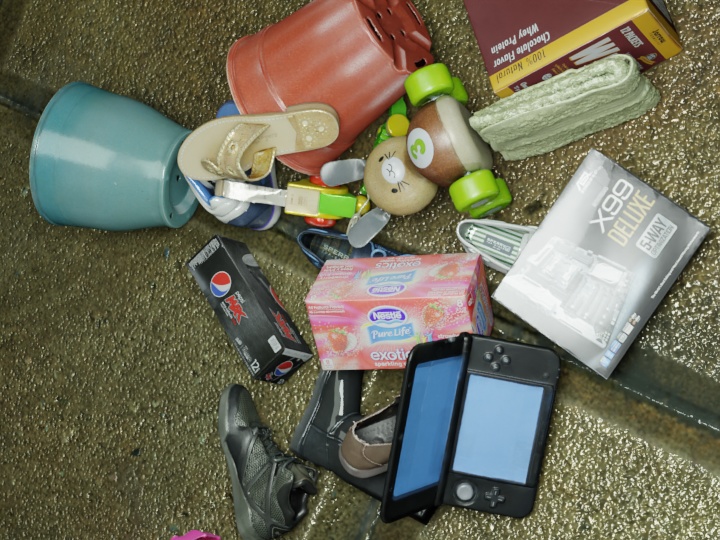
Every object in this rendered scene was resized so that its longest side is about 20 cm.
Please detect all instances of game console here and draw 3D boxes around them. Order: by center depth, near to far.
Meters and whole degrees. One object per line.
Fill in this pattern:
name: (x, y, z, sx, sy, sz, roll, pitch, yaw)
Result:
game console: (0.122, 0.180, 1.420, 0.174, 0.116, 0.203, 10, 102, 2)

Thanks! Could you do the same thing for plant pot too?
plant pot: (-0.027, -0.252, 1.594, 0.194, 0.200, 0.203, -31, 65, 32)
plant pot: (-0.318, -0.143, 1.780, 0.186, 0.200, 0.203, 12, 86, 17)

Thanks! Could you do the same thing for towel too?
towel: (0.233, -0.180, 1.475, 0.198, 0.148, 0.037, -20, 72, 22)

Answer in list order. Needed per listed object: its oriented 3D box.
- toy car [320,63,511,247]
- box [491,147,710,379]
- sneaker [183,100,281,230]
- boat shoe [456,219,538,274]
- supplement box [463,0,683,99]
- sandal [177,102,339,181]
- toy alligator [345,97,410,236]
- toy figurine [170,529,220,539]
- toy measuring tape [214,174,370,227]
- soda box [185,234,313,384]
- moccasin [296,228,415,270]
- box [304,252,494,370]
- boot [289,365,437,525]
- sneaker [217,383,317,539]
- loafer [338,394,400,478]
toy car: (0.052, -0.118, 1.535, 0.198, 0.158, 0.166, -25, 80, 14)
box: (0.263, -0.008, 1.436, 0.157, 0.050, 0.201, 36, 95, 7)
sneaker: (-0.179, -0.153, 1.713, 0.080, 0.146, 0.202, -25, 68, 23)
boat shoe: (0.198, -0.013, 1.503, 0.198, 0.067, 0.074, 13, 87, 30)
supplement box: (0.235, -0.314, 1.509, 0.196, 0.132, 0.202, -26, 67, 24)
sandal: (-0.127, -0.140, 1.530, 0.209, 0.078, 0.070, -14, 33, 14)
toy alligator: (0.037, -0.127, 1.628, 0.054, 0.059, 0.202, 20, 76, -10)
toy figurine: (-0.196, 0.420, 1.627, 0.197, 0.150, 0.186, 2, 70, 9)
toy measuring tape: (-0.085, -0.097, 1.660, 0.197, 0.074, 0.075, 8, 82, -4)
soda box: (-0.145, 0.050, 1.694, 0.063, 0.071, 0.201, -42, 61, 17)
moccasin: (0.000, 0.000, 1.619, 0.198, 0.068, 0.081, 17, 88, 32)
box: (0.047, 0.048, 1.524, 0.197, 0.095, 0.104, -2, 121, 20)
boot: (0.031, 0.189, 1.562, 0.198, 0.066, 0.166, 22, 87, 31)
sneaker: (-0.113, 0.232, 1.636, 0.113, 0.076, 0.202, -20, 73, 24)
loafer: (0.069, 0.174, 1.493, 0.198, 0.071, 0.073, -26, 61, -17)
